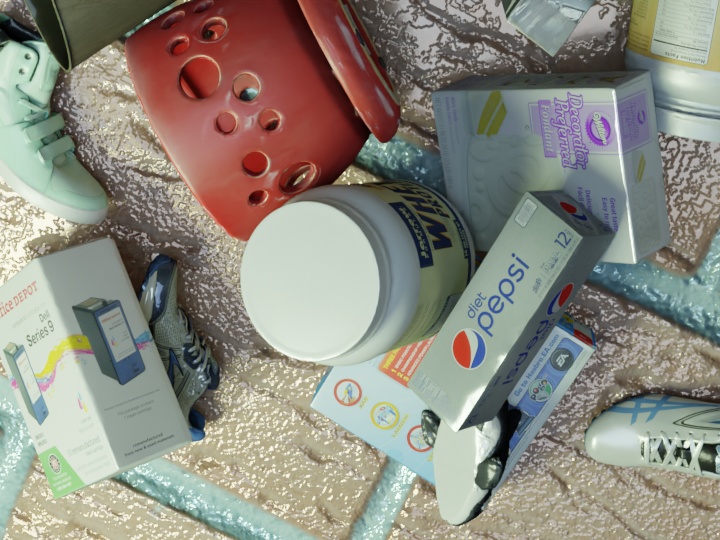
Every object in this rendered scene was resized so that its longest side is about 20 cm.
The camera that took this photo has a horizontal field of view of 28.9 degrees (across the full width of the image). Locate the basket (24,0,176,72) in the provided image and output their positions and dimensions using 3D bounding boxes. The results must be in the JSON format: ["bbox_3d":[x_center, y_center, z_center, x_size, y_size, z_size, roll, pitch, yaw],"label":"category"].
[{"bbox_3d":[-0.183,-0.281,1.140,0.198,0.136,0.182,-27,136,-16],"label":"basket"}]

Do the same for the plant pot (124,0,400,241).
[{"bbox_3d":[-0.073,-0.151,1.179,0.181,0.201,0.202,-27,102,8],"label":"plant pot"}]

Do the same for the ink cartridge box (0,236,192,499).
[{"bbox_3d":[-0.253,0.090,1.274,0.145,0.087,0.203,-26,83,50],"label":"ink cartridge box"}]

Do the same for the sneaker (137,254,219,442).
[{"bbox_3d":[-0.174,0.078,1.332,0.084,0.077,0.203,4,116,-2],"label":"sneaker"}]

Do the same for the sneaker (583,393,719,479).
[{"bbox_3d":[0.306,0.158,1.293,0.197,0.073,0.073,0,109,8],"label":"sneaker"}]

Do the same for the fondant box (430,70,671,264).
[{"bbox_3d":[0.158,-0.089,1.186,0.198,0.058,0.147,5,112,45],"label":"fondant box"}]

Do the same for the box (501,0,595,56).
[{"bbox_3d":[0.175,-0.265,1.110,0.049,0.200,0.158,34,109,-9],"label":"box"}]

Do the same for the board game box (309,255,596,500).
[{"bbox_3d":[0.085,0.091,1.306,0.194,0.056,0.201,32,108,-3],"label":"board game box"}]

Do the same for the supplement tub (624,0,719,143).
[{"bbox_3d":[0.294,-0.216,1.140,0.142,0.145,0.203,8,108,4],"label":"supplement tub"}]

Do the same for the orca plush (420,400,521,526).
[{"bbox_3d":[0.110,0.129,1.267,0.105,0.070,0.203,3,101,53],"label":"orca plush"}]

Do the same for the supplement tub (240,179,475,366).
[{"bbox_3d":[0.000,0.000,1.160,0.143,0.199,0.148,2,96,24],"label":"supplement tub"}]

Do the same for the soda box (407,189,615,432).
[{"bbox_3d":[0.121,0.033,1.144,0.063,0.068,0.201,41,115,24],"label":"soda box"}]

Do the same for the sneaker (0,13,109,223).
[{"bbox_3d":[-0.286,-0.140,1.267,0.200,0.074,0.118,43,113,-4],"label":"sneaker"}]
